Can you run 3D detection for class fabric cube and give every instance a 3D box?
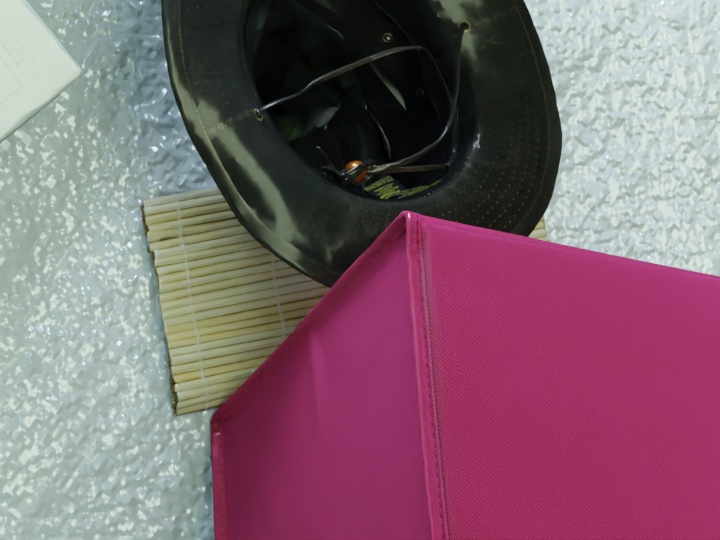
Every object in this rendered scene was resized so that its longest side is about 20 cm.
[{"bbox_3d":[0.070,0.117,1.189,0.199,0.200,0.197,11,58,-24],"label":"fabric cube"}]

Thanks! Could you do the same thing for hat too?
[{"bbox_3d":[-0.012,-0.079,1.260,0.200,0.081,0.201,7,75,-25],"label":"hat"}]

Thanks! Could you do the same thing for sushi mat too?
[{"bbox_3d":[0.000,0.000,1.299,0.200,0.012,0.096,-11,89,-26],"label":"sushi mat"}]

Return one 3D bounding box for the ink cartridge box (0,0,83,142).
[{"bbox_3d":[-0.221,-0.058,1.165,0.200,0.059,0.104,-40,102,-10],"label":"ink cartridge box"}]
